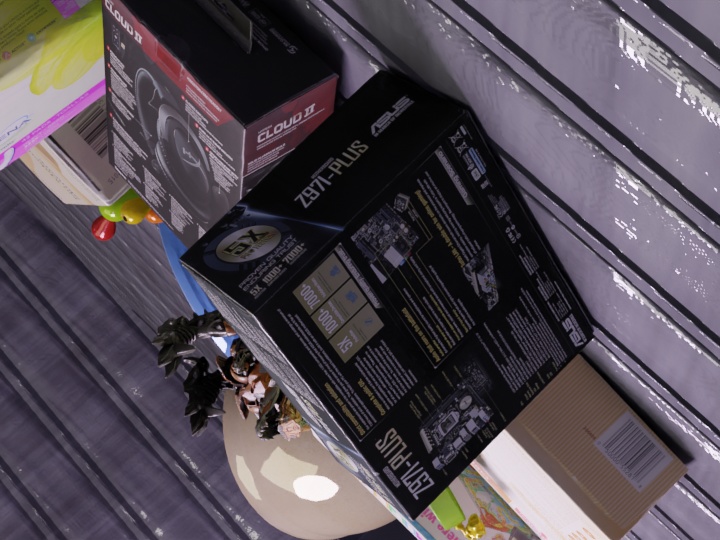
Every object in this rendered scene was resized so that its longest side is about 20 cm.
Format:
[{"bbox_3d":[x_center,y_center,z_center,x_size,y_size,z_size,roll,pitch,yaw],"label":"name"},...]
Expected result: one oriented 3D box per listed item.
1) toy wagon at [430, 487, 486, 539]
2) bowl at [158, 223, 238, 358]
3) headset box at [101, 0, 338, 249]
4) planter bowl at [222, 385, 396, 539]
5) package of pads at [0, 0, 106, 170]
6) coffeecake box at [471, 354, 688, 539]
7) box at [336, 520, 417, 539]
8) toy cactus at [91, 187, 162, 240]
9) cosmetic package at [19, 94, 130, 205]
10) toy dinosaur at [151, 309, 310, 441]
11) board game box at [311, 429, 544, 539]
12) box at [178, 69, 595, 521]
[{"bbox_3d":[0.024,0.111,1.228,0.200,0.040,0.155,60,-177,-1],"label":"toy wagon"},{"bbox_3d":[-0.108,0.003,1.546,0.201,0.039,0.201,55,-163,-25],"label":"bowl"},{"bbox_3d":[-0.093,-0.102,1.101,0.149,0.077,0.200,45,151,24],"label":"headset box"},{"bbox_3d":[0.004,0.124,1.444,0.135,0.200,0.200,-12,125,50],"label":"planter bowl"},{"bbox_3d":[-0.207,-0.154,1.139,0.068,0.200,0.155,49,169,9],"label":"package of pads"},{"bbox_3d":[0.128,0.117,1.188,0.154,0.073,0.200,46,169,8],"label":"coffeecake box"},{"bbox_3d":[-0.009,0.296,2.183,0.200,0.141,0.079,30,161,54],"label":"box"},{"bbox_3d":[-0.104,-0.053,1.327,0.199,0.102,0.165,15,134,0],"label":"toy cactus"},{"bbox_3d":[-0.220,-0.108,1.320,0.105,0.071,0.200,47,168,-13],"label":"cosmetic package"},{"bbox_3d":[-0.083,0.068,1.378,0.200,0.135,0.102,-89,-18,-72],"label":"toy dinosaur"},{"bbox_3d":[0.079,0.144,1.315,0.200,0.134,0.034,44,169,16],"label":"board game box"},{"bbox_3d":[0.021,0.016,0.994,0.086,0.164,0.200,33,164,49],"label":"box"}]
